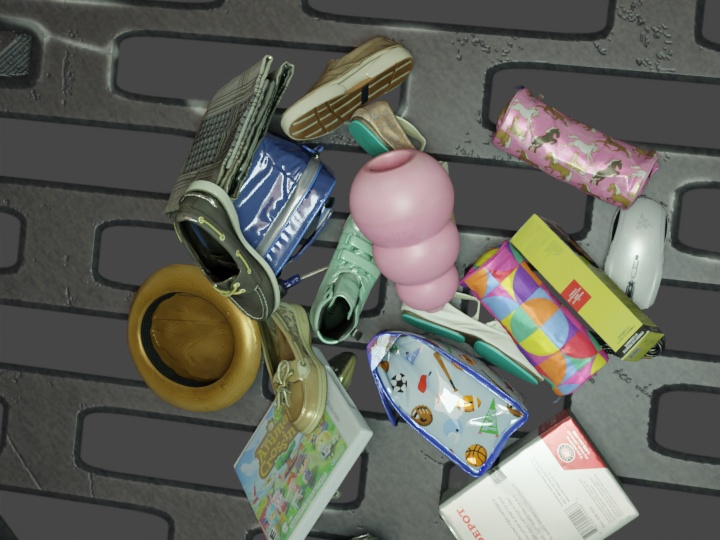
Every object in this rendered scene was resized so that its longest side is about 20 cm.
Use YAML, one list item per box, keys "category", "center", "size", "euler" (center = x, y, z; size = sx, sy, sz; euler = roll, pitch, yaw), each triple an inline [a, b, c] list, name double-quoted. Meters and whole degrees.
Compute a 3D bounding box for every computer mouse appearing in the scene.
- category: "computer mouse"
  center: [0.330, 0.009, 1.391]
  size: [0.109, 0.044, 0.202]
  euler: [9, 93, 10]

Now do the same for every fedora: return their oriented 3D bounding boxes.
- category: "fedora"
  center: [-0.201, 0.081, 1.446]
  size: [0.199, 0.082, 0.202]
  euler: [4, 99, 24]

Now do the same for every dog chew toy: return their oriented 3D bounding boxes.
- category: "dog chew toy"
  center: [0.062, -0.040, 1.349]
  size: [0.124, 0.125, 0.201]
  euler: [-14, 115, 9]

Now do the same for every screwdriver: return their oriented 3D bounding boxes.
- category: "screwdriver"
  center: [-0.063, 0.001, 1.466]
  size: [0.199, 0.028, 0.029]
  euler: [-27, 58, 2]

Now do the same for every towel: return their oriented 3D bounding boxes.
- category: "towel"
  center: [-0.166, -0.159, 1.372]
  size: [0.034, 0.200, 0.194]
  euler: [31, 70, -26]

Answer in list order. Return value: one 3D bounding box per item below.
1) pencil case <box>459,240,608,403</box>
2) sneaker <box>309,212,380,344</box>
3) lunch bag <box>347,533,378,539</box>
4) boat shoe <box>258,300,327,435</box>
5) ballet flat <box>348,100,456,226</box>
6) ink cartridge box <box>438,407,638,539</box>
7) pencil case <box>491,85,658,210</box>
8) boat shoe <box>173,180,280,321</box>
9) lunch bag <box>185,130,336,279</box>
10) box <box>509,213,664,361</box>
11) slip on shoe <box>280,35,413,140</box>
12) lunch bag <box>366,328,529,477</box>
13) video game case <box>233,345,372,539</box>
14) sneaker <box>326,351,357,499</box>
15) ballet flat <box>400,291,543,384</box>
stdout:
- category: "pencil case"
  center: [0.208, 0.060, 1.359]
  size: [0.088, 0.088, 0.200]
  euler: [-39, 91, 8]
- category: "sneaker"
  center: [0.000, 0.000, 1.398]
  size: [0.073, 0.118, 0.201]
  euler: [24, 98, -9]
- category: "lunch bag"
  center: [-0.053, 0.426, 1.411]
  size: [0.199, 0.139, 0.169]
  euler: [-11, 90, 8]
- category: "boat shoe"
  center: [-0.091, 0.116, 1.394]
  size: [0.062, 0.201, 0.073]
  euler: [19, 122, -32]
- category: "ballet flat"
  center: [0.069, -0.130, 1.416]
  size: [0.067, 0.068, 0.200]
  euler: [-43, 100, -28]
- category: "ink cartridge box"
  center: [0.215, 0.287, 1.394]
  size: [0.199, 0.084, 0.145]
  euler: [-36, 87, 7]
- category: "pencil case"
  center: [0.260, -0.147, 1.379]
  size: [0.199, 0.083, 0.087]
  euler: [29, 86, 8]
- category: "boat shoe"
  center: [-0.155, -0.008, 1.302]
  size: [0.071, 0.061, 0.202]
  euler: [-2, 133, 29]
- category: "lunch bag"
  center: [-0.110, -0.076, 1.408]
  size: [0.132, 0.136, 0.201]
  euler: [33, 99, -10]
- category: "box"
  center: [0.269, 0.020, 1.353]
  size: [0.050, 0.075, 0.200]
  euler: [-48, 66, 17]
- category: "slip on shoe"
  center: [-0.025, -0.229, 1.398]
  size: [0.200, 0.076, 0.061]
  euler: [-35, 69, -21]
- category: "lunch bag"
  center: [0.092, 0.145, 1.369]
  size: [0.200, 0.170, 0.124]
  euler: [39, 92, 5]
- category: "video game case"
  center: [-0.076, 0.221, 1.393]
  size: [0.022, 0.182, 0.201]
  euler: [21, 108, -34]
- category: "sneaker"
  center: [-0.033, 0.203, 1.453]
  size: [0.088, 0.077, 0.201]
  euler: [19, 91, -25]
- category: "ballet flat"
  center: [0.148, 0.071, 1.416]
  size: [0.199, 0.069, 0.070]
  euler: [26, 95, 8]
